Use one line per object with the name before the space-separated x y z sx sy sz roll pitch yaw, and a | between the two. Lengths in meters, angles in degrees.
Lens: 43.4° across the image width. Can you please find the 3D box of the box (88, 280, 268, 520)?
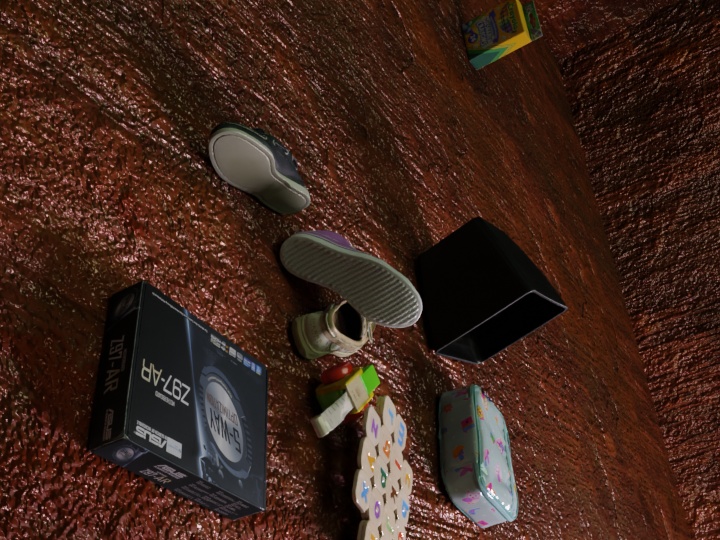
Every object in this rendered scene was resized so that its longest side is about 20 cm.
box | -0.165 0.128 0.868 0.200 0.043 0.163 44 34 -44

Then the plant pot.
plant pot | 0.211 0.027 1.565 0.198 0.198 0.180 19 42 -58

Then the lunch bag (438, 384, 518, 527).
lunch bag | 0.189 0.290 1.429 0.161 0.076 0.203 47 32 -39

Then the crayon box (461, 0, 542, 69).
crayon box | 0.374 -0.638 2.404 0.051 0.197 0.128 32 42 -50

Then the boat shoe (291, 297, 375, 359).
boat shoe | -0.019 0.074 1.189 0.199 0.062 0.075 -17 84 -66

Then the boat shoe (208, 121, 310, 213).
boat shoe | -0.126 -0.141 1.128 0.199 0.073 0.067 32 40 -53

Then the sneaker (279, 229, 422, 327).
sneaker | 0.000 -0.001 1.184 0.198 0.074 0.114 31 15 8

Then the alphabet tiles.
alphabet tiles | 0.027 0.266 1.125 0.197 0.014 0.203 61 32 -49

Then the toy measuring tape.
toy measuring tape | -0.034 0.159 1.083 0.075 0.072 0.200 66 24 -4
